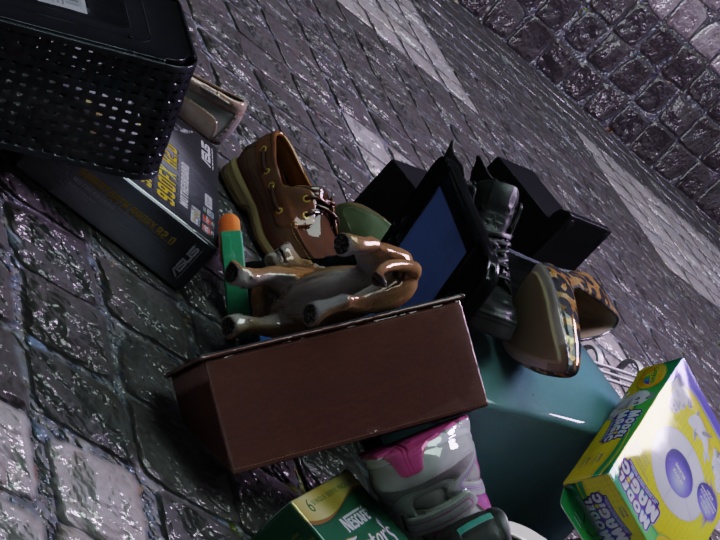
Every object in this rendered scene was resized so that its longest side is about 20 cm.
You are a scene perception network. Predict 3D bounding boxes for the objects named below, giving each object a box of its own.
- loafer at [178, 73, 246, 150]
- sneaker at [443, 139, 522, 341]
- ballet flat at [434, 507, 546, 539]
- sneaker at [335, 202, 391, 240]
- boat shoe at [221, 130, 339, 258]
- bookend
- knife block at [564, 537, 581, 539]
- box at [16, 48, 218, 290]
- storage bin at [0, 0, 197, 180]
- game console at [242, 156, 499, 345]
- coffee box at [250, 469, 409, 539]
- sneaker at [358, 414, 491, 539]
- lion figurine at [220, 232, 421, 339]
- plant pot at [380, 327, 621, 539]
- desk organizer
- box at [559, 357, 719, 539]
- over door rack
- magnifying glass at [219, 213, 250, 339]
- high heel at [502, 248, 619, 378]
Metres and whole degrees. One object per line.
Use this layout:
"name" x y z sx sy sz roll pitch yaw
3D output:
"loafer" -0.189 -0.190 1.572 0.200 0.063 0.072 42 17 -13
"sneaker" 0.092 -0.026 1.386 0.059 0.105 0.200 21 12 -20
"ballet flat" 0.116 0.224 1.212 0.068 0.068 0.200 47 -3 42
"sneaker" 0.022 0.012 1.588 0.201 0.067 0.090 55 13 20
"boat shoe" -0.055 -0.046 1.541 0.072 0.068 0.201 25 25 -50
"bookend" 0.096 -0.043 1.672 0.201 0.199 0.092 52 20 28
"knife block" 0.203 0.292 1.355 0.176 0.064 0.199 50 17 21
"box" -0.183 -0.089 1.361 0.158 0.048 0.201 39 17 -20
"storage bin" -0.224 -0.152 1.213 0.198 0.095 0.136 12 28 -21
"game console" 0.000 0.000 1.336 0.116 0.177 0.201 26 22 -21
"coffee box" 0.025 0.222 1.117 0.200 0.044 0.123 48 16 11
"sneaker" 0.056 0.161 1.218 0.200 0.081 0.089 51 19 -69
"lion figurine" -0.016 0.013 1.203 0.122 0.199 0.073 2 88 -44
"plant pot" 0.104 0.121 1.405 0.199 0.142 0.142 21 28 -49
"desk organizer" -0.020 0.079 1.164 0.198 0.072 0.078 -12 83 -28
"box" 0.225 0.168 1.356 0.118 0.048 0.200 59 41 -12
"over door rack" 0.196 0.166 1.545 0.147 0.066 0.203 18 64 -45
"magnifying glass" -0.098 -0.006 1.360 0.200 0.022 0.081 -114 -161 -71
"high heel" 0.177 0.047 1.393 0.142 0.072 0.200 25 19 -24
